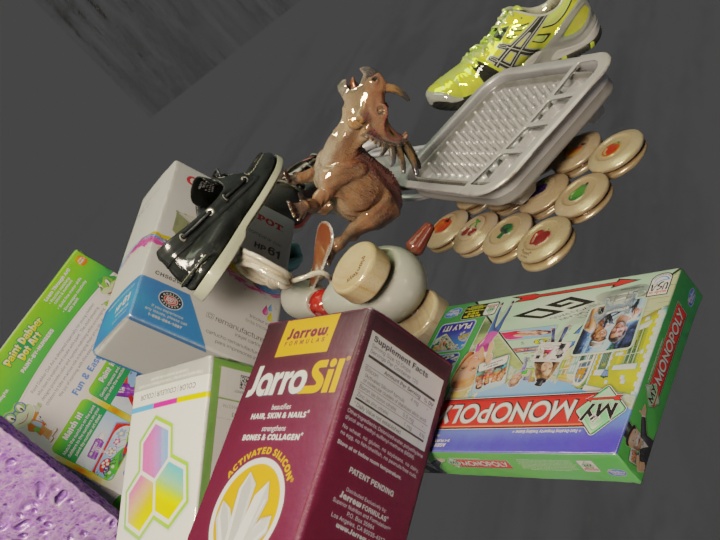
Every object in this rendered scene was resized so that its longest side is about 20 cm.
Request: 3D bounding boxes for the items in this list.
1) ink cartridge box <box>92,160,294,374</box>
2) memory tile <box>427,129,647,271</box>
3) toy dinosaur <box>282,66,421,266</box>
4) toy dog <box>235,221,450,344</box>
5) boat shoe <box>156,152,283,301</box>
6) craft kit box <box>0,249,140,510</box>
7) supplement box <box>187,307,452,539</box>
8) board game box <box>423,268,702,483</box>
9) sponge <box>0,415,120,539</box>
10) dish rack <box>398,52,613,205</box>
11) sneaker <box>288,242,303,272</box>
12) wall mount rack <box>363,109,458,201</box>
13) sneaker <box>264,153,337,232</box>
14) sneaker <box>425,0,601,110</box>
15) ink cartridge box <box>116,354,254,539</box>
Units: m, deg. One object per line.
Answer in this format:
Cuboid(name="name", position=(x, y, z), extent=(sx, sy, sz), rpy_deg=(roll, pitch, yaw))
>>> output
Cuboid(name="ink cartridge box", position=(-0.155, 0.010, 0.805), extent=(0.085, 0.144, 0.200), rpy_deg=(-41, 32, 39))
Cuboid(name="memory tile", position=(0.146, -0.068, 0.726), extent=(0.153, 0.017, 0.200), rpy_deg=(-49, 23, -12))
Cuboid(name="toy dinosaur", position=(0.005, -0.082, 0.780), extent=(0.135, 0.200, 0.086), rpy_deg=(-24, 58, 5))
Cuboid(name="toy dog", position=(0.000, 0.000, 0.723), extent=(0.200, 0.132, 0.096), rpy_deg=(14, 66, 39))
Cuboid(name="boat shoe", position=(-0.130, -0.058, 0.759), extent=(0.075, 0.066, 0.199), rpy_deg=(-46, 16, 46))
Cuboid(name="craft kit box", position=(-0.236, 0.106, 0.777), extent=(0.049, 0.197, 0.200), rpy_deg=(-43, 18, 45))
Cuboid(name="supplement box", position=(-0.029, 0.133, 0.522), extent=(0.110, 0.086, 0.200), rpy_deg=(-13, 50, 45))
Cuboid(name="board game box", position=(0.107, 0.070, 0.535), extent=(0.200, 0.029, 0.135), rpy_deg=(-14, 36, 50))
Cuboid(name="sponge", position=(-0.265, 0.218, 0.672), extent=(0.112, 0.200, 0.030), rpy_deg=(-46, 21, -8))
Cuboid(name="dish rack", position=(0.135, -0.122, 0.763), extent=(0.172, 0.044, 0.200), rpy_deg=(-49, 23, -9))
Cuboid(name="sneaker", position=(-0.140, -0.052, 0.954), extent=(0.086, 0.200, 0.078), rpy_deg=(-18, 56, 23))
Cuboid(name="wall mount rack", position=(0.072, -0.145, 0.921), extent=(0.174, 0.075, 0.200), rpy_deg=(-11, 25, -5))
Cuboid(name="sneaker", position=(-0.066, -0.105, 0.958), extent=(0.200, 0.077, 0.082), rpy_deg=(-29, -29, -57))
Cuboid(name="sneaker", position=(0.156, -0.241, 0.889), extent=(0.200, 0.076, 0.075), rpy_deg=(-29, 25, 2))
Cuboid(name="ink cartridge box", position=(-0.123, 0.170, 0.594), extent=(0.104, 0.059, 0.200), rpy_deg=(-19, 61, 43))
